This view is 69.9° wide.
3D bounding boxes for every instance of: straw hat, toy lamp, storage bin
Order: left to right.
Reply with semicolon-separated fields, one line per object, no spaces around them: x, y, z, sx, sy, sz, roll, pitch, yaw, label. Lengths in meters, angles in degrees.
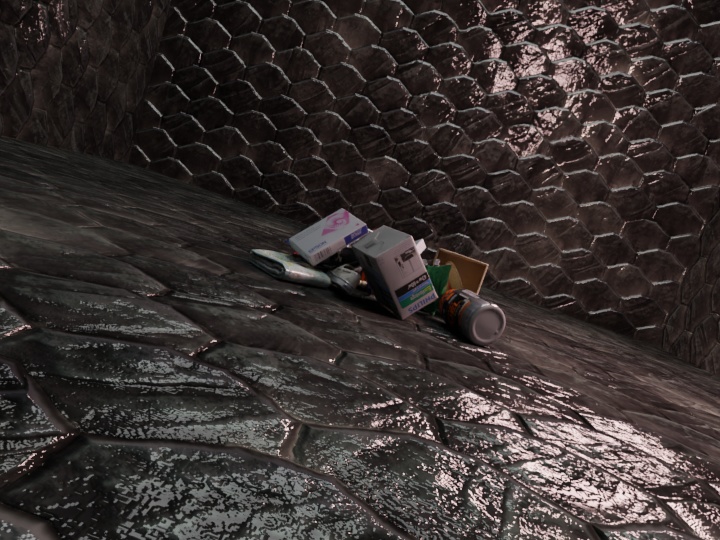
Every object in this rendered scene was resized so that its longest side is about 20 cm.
-0.054;0.019;1.595;0.198;0.059;0.058;19;7;1;toy lamp
0.273;0.076;1.694;0.084;0.203;0.201;-12;11;-5;straw hat
0.345;0.041;1.895;0.197;0.202;0.094;21;6;17;storage bin

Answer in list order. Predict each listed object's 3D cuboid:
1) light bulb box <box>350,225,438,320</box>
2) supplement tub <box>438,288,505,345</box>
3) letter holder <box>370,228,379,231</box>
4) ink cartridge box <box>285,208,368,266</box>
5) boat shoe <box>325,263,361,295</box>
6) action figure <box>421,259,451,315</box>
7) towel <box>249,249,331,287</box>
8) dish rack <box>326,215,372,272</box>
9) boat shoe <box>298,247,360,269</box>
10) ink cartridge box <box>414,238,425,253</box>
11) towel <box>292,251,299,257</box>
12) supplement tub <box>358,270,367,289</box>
0.092;0.001;1.441;0.124;0.201;0.198;-30;21;-11;light bulb box
0.310;0.125;1.468;0.122;0.124;0.200;16;7;-22;supplement tub
-0.009;-0.095;1.849;0.100;0.143;0.200;19;13;10;letter holder
-0.108;-0.112;1.526;0.196;0.044;0.200;-32;39;-17;ink cartridge box
-0.045;0.017;1.468;0.071;0.070;0.200;43;-6;-14;boat shoe
0.215;0.058;1.562;0.117;0.201;0.055;2;36;11;action figure
-0.202;-0.009;1.456;0.170;0.049;0.199;11;11;-44;towel
-0.051;-0.079;1.624;0.199;0.172;0.044;24;-34;16;dish rack
-0.085;-0.040;1.532;0.198;0.076;0.060;-4;-15;9;boat shoe
0.111;-0.035;1.794;0.198;0.041;0.200;-20;10;32;ink cartridge box
-0.131;-0.079;1.731;0.199;0.144;0.023;10;-47;54;towel
0.000;0.000;1.676;0.199;0.108;0.107;21;7;24;supplement tub
